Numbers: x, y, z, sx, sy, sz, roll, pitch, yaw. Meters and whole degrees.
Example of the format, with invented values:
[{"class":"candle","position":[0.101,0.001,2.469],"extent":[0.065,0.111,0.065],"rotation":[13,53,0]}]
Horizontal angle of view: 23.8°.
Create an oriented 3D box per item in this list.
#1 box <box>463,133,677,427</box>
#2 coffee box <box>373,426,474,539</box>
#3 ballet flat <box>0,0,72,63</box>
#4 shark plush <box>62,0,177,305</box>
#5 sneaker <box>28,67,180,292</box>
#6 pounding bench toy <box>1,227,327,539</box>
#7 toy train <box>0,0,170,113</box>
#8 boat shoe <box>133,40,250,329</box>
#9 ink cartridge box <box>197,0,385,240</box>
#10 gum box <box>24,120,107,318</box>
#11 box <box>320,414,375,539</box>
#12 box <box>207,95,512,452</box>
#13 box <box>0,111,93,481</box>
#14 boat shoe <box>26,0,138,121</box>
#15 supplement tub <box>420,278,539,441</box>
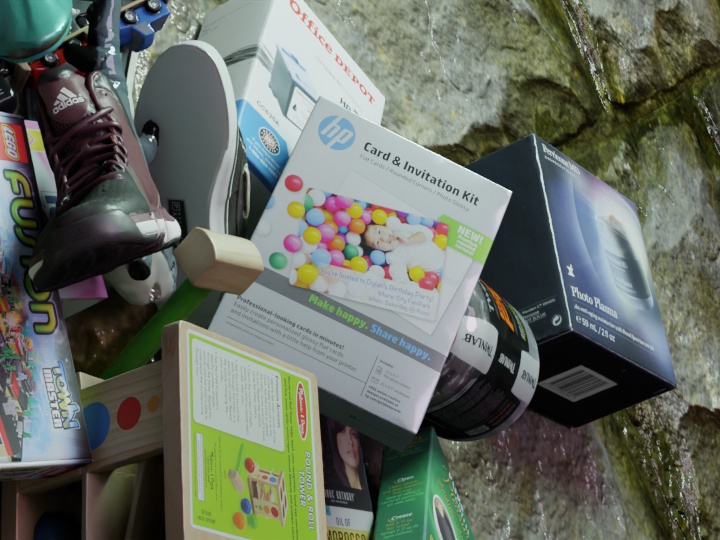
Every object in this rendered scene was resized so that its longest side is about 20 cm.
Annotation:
[{"class":"box","position":[0.179,0.012,1.566],"extent":[0.199,0.122,0.201],"rotation":[26,47,-49]},{"class":"coffee box","position":[0.048,0.215,1.223],"extent":[0.201,0.043,0.124],"rotation":[-82,152,-63]},{"class":"ballet flat","position":[-0.221,-0.195,1.071],"extent":[0.201,0.067,0.071],"rotation":[-113,-174,-60]},{"class":"shark plush","position":[-0.160,-0.076,1.085],"extent":[0.083,0.090,0.203],"rotation":[-15,92,-52]},{"class":"sneaker","position":[-0.155,-0.056,0.927],"extent":[0.200,0.075,0.117],"rotation":[-142,-149,-88]},{"class":"pounding bench toy","position":[-0.121,0.089,0.987],"extent":[0.124,0.155,0.202],"rotation":[25,54,-49]},{"class":"toy train","position":[-0.193,-0.136,1.083],"extent":[0.199,0.034,0.046],"rotation":[-36,82,-34]},{"class":"boat shoe","position":[-0.109,-0.061,1.152],"extent":[0.064,0.070,0.202],"rotation":[-44,142,-59]},{"class":"ink cartridge box","position":[-0.065,-0.101,1.292],"extent":[0.147,0.085,0.201],"rotation":[46,37,-31]},{"class":"gum box","position":[-0.244,-0.026,0.968],"extent":[0.199,0.066,0.115],"rotation":[0,70,-58]},{"class":"box","position":[-0.028,0.187,1.181],"extent":[0.082,0.049,0.202],"rotation":[18,55,-52]},{"class":"box","position":[0.000,0.000,1.163],"extent":[0.155,0.041,0.201],"rotation":[26,62,-3]},{"class":"box","position":[-0.209,0.010,0.902],"extent":[0.110,0.034,0.202],"rotation":[5,68,-56]},{"class":"boat shoe","position":[-0.190,-0.150,1.139],"extent":[0.062,0.072,0.202],"rotation":[28,52,-52]},{"class":"supplement tub","position":[0.055,0.056,1.296],"extent":[0.200,0.121,0.124],"rotation":[35,39,-65]}]
